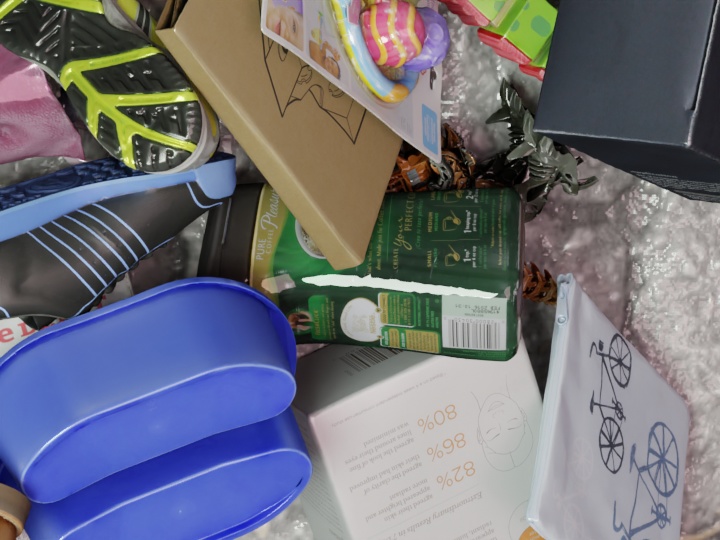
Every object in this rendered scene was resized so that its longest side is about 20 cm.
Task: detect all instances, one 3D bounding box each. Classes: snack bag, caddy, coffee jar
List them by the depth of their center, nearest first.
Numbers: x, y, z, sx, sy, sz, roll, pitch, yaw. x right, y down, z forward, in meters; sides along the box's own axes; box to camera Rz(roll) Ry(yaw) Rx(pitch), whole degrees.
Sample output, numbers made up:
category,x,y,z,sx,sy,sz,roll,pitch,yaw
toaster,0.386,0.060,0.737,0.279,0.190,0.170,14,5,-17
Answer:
category,x,y,z,sx,sy,sz,roll,pitch,yaw
caddy,-0.122,0.085,1.062,0.199,0.105,0.142,-20,131,-13
coffee jar,0.000,0.000,1.146,0.199,0.105,0.086,2,138,5
snack bag,0.163,0.130,1.235,0.200,0.021,0.189,44,47,-42

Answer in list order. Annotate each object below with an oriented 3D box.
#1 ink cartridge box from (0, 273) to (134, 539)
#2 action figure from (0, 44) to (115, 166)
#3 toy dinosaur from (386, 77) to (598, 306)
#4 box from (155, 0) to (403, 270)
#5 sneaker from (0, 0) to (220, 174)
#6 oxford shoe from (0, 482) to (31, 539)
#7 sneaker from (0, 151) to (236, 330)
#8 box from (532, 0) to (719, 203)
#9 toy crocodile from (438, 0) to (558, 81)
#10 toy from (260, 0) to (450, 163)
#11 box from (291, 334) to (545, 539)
category,x,y,z,sx,sy,sz,roll,pitch,yaw
ink cartridge box,-0.193,0.097,1.137,0.147,0.086,0.201,-18,106,-16
action figure,-0.263,-0.071,1.079,0.200,0.134,0.149,-44,140,-8
toy dinosaur,0.074,-0.047,1.221,0.136,0.102,0.200,-45,133,10
box,-0.033,-0.124,1.071,0.200,0.021,0.164,54,41,-39
sneaker,-0.151,-0.128,1.041,0.075,0.076,0.200,-37,77,7
oxford shoe,-0.240,0.171,1.028,0.071,0.200,0.072,21,61,-17
sneaker,-0.157,-0.014,1.058,0.199,0.070,0.078,-17,110,-26
box,0.224,-0.154,1.173,0.200,0.117,0.198,17,84,-49
toy crocodile,0.098,-0.162,1.201,0.200,0.067,0.062,37,88,-24
toy,0.012,-0.152,1.081,0.200,0.047,0.116,28,56,-52
box,0.044,0.138,1.226,0.152,0.106,0.201,-23,109,-16
